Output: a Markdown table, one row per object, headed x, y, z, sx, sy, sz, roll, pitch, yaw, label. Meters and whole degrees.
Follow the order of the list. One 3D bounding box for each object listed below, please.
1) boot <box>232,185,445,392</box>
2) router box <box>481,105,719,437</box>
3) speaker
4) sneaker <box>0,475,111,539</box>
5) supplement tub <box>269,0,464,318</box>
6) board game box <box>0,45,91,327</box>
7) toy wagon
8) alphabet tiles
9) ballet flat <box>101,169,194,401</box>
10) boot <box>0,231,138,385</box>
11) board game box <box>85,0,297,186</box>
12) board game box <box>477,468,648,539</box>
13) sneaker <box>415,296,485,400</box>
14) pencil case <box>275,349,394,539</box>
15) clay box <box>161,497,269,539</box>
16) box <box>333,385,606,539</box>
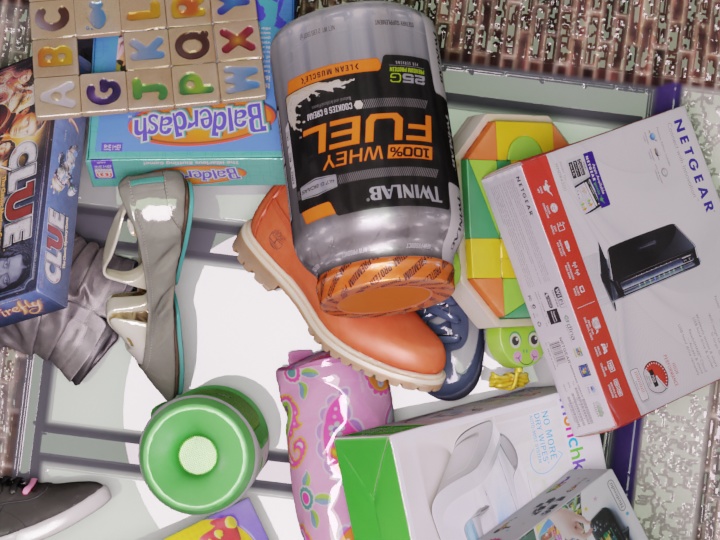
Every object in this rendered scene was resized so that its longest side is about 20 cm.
| x | y | z | sx | sy | sz | roll | pitch | yaw | label |
| --- | --- | --- | --- | --- | --- | --- | --- | --- | --- |
| 0.000 | 0.000 | 1.707 | 0.200 | 0.075 | 0.108 | 43 | 116 | 20 | boot |
| 0.197 | -0.003 | 1.708 | 0.179 | 0.049 | 0.201 | -21 | 90 | -38 | router box |
| -0.111 | 0.127 | 1.683 | 0.088 | 0.200 | 0.089 | 0 | 90 | 0 | speaker |
| -0.291 | 0.160 | 1.749 | 0.198 | 0.071 | 0.100 | -14 | 94 | 5 | sneaker |
| 0.006 | -0.076 | 1.631 | 0.122 | 0.123 | 0.202 | -9 | 75 | 1 | supplement tub |
| -0.264 | -0.054 | 1.696 | 0.135 | 0.035 | 0.201 | -16 | 58 | 31 | board game box |
| 0.115 | -0.013 | 1.717 | 0.154 | 0.039 | 0.202 | -1 | 86 | -38 | toy wagon |
| -0.160 | -0.202 | 1.712 | 0.166 | 0.008 | 0.201 | -6 | 62 | -4 | alphabet tiles |
| -0.159 | 0.012 | 1.714 | 0.063 | 0.068 | 0.201 | -3 | 127 | -13 | ballet flat |
| -0.260 | 0.049 | 1.755 | 0.131 | 0.070 | 0.201 | 36 | 94 | -4 | boot |
| -0.122 | -0.160 | 1.726 | 0.151 | 0.045 | 0.201 | 0 | 65 | 1 | board game box |
| 0.122 | 0.252 | 1.620 | 0.199 | 0.064 | 0.148 | -33 | 100 | -25 | board game box |
| 0.050 | -0.001 | 1.739 | 0.070 | 0.082 | 0.202 | -8 | 89 | 10 | sneaker |
| -0.012 | 0.156 | 1.744 | 0.087 | 0.087 | 0.202 | -9 | 89 | 1 | pencil case |
| -0.147 | 0.262 | 1.719 | 0.199 | 0.048 | 0.116 | -25 | 86 | -25 | clay box |
| 0.093 | 0.199 | 1.698 | 0.175 | 0.097 | 0.202 | -11 | 91 | -27 | box |
